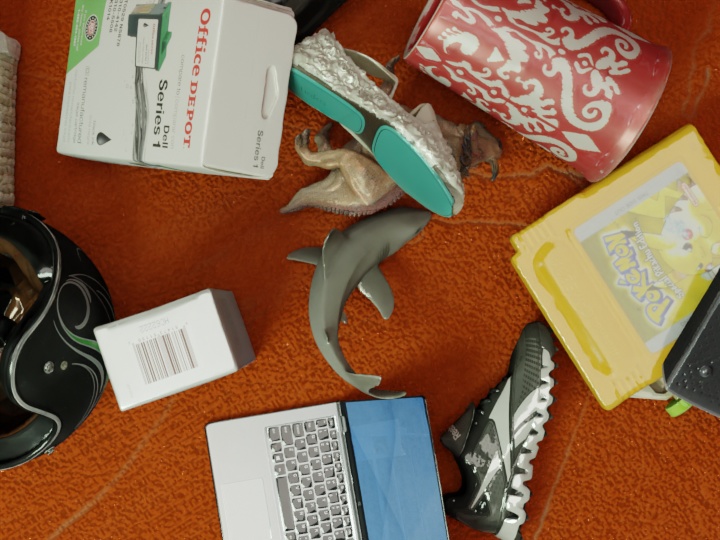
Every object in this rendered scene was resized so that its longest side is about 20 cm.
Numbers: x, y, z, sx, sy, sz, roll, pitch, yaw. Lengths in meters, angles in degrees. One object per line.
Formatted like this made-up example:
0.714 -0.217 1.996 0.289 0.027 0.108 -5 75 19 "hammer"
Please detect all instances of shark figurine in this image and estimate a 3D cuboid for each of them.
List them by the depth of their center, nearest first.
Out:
-0.016 0.013 1.259 0.128 0.090 0.215 4 52 9 "shark figurine"

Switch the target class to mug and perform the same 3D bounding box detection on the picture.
0.150 -0.190 1.281 0.200 0.178 0.134 27 117 -8 "mug"

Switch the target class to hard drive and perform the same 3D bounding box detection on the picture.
0.363 0.074 1.272 0.199 0.042 0.135 20 107 -25 "hard drive"

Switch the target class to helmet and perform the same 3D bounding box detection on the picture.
-0.300 0.062 1.240 0.199 0.191 0.201 -3 56 4 "helmet"

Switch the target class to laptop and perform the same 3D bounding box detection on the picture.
-0.029 0.213 1.275 0.199 0.116 0.188 -9 88 -1 "laptop"

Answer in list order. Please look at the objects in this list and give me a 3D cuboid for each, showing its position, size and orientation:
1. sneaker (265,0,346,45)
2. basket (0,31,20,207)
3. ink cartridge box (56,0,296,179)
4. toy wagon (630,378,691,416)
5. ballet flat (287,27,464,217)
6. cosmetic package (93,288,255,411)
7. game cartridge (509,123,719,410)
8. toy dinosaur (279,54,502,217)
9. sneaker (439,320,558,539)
-0.092 -0.250 1.311 0.199 0.076 0.114 -43 66 15 "sneaker"
-0.403 -0.129 1.239 0.197 0.200 0.162 -2 91 0 "basket"
-0.159 -0.159 1.242 0.200 0.084 0.147 8 92 43 "ink cartridge box"
0.287 0.027 1.320 0.200 0.040 0.155 -40 90 -2 "toy wagon"
0.022 -0.132 1.227 0.200 0.072 0.072 41 89 3 "ballet flat"
-0.152 0.064 1.235 0.101 0.200 0.071 -19 88 -1 "cosmetic package"
0.252 -0.003 1.285 0.200 0.032 0.177 -33 89 -3 "game cartridge"
0.025 -0.093 1.295 0.200 0.086 0.136 -39 87 -4 "toy dinosaur"
0.119 0.139 1.302 0.090 0.066 0.201 12 91 -3 "sneaker"
